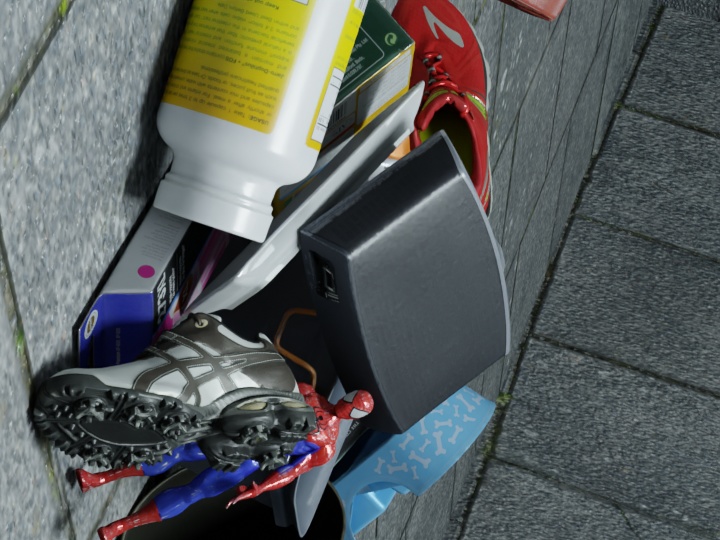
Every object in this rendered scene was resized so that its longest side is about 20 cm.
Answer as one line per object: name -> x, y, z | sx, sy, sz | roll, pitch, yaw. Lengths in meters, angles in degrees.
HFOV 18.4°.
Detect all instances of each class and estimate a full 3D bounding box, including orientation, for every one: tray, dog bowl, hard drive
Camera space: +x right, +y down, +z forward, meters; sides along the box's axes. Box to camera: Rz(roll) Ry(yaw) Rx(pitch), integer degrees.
tray -> -0.032, -0.041, 1.460 | 0.200, 0.022, 0.107 | -47, -173, -27
dog bowl -> 0.022, 0.152, 1.754 | 0.200, 0.050, 0.111 | -41, -174, 32
hard drive -> 0.037, 0.016, 1.477 | 0.135, 0.042, 0.200 | -36, 138, -18

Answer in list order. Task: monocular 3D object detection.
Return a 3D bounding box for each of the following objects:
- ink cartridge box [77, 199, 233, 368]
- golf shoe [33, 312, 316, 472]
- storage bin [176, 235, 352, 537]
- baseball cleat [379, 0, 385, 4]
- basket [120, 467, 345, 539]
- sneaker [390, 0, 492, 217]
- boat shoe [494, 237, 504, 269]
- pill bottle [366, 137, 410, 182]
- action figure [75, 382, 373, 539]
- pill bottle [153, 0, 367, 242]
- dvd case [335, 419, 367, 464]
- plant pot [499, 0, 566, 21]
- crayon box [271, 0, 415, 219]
ink cartridge box -> -0.129, 0.001, 1.446 | 0.095, 0.037, 0.200 | 97, 17, -49
golf shoe -> -0.123, 0.071, 1.386 | 0.078, 0.200, 0.095 | -40, -125, 35
storage bin -> -0.071, 0.065, 1.577 | 0.146, 0.134, 0.200 | 86, 23, -65
baseball cleat -> -0.013, -0.167, 1.636 | 0.200, 0.070, 0.107 | -53, 146, -60
basket -> -0.110, 0.257, 1.704 | 0.180, 0.136, 0.200 | -24, 150, -30
sneaker -> 0.065, -0.124, 1.646 | 0.085, 0.077, 0.200 | 77, 2, -73
boat shoe -> 0.065, -0.017, 1.842 | 0.200, 0.073, 0.065 | -113, -145, -58
pill bottle -> -0.014, -0.028, 1.798 | 0.106, 0.106, 0.200 | -34, 141, -74
action figure -> -0.084, 0.121, 1.460 | 0.052, 0.200, 0.066 | 121, -53, -75
pill bottle -> -0.064, -0.123, 1.376 | 0.104, 0.104, 0.200 | 18, 91, -80
dvd case -> 0.007, 0.105, 1.781 | 0.200, 0.022, 0.146 | -50, -179, 7
plant pot -> 0.142, -0.333, 1.917 | 0.195, 0.201, 0.201 | -64, 170, 5
crayon box -> -0.028, -0.104, 1.562 | 0.126, 0.052, 0.200 | -39, 168, -12
